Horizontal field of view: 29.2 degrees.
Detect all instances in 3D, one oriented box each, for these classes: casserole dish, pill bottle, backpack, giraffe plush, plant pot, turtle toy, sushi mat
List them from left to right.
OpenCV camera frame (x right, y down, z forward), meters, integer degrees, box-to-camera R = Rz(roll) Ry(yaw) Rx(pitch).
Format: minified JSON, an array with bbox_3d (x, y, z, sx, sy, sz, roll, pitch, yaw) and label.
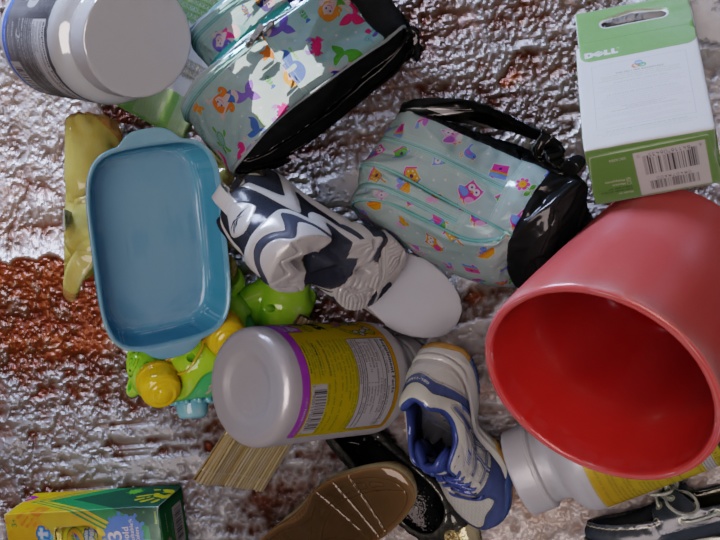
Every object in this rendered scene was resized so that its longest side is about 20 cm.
[{"bbox_3d":[-0.231,-0.203,1.200,0.114,0.200,0.114,-7,103,-31],"label":"pill bottle"},{"bbox_3d":[-0.191,-0.058,1.274,0.162,0.200,0.173,1,108,-12],"label":"giraffe plush"},{"bbox_3d":[-0.177,-0.024,1.183,0.121,0.039,0.200,-12,107,-27],"label":"casserole dish"},{"bbox_3d":[-0.135,0.061,1.294,0.200,0.146,0.101,-36,125,1],"label":"turtle toy"},{"bbox_3d":[-0.077,0.130,1.311,0.012,0.096,0.200,44,108,36],"label":"sushi mat"},{"bbox_3d":[-0.065,-0.178,1.197,0.200,0.178,0.151,-45,90,3],"label":"backpack"},{"bbox_3d":[-0.028,0.098,1.229,0.104,0.200,0.104,0,90,43],"label":"pill bottle"},{"bbox_3d":[0.093,-0.062,1.198,0.200,0.167,0.127,27,71,21],"label":"backpack"},{"bbox_3d":[0.232,0.145,1.225,0.200,0.112,0.112,-24,93,15],"label":"pill bottle"},{"bbox_3d":[0.224,0.038,1.110,0.200,0.177,0.201,21,137,21],"label":"plant pot"}]

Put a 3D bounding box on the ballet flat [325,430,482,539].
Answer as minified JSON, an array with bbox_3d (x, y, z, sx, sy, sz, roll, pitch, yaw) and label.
[{"bbox_3d":[0.033,0.205,1.310,0.200,0.057,0.066,42,106,4],"label":"ballet flat"}]

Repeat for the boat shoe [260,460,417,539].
[{"bbox_3d":[-0.018,0.224,1.295,0.200,0.065,0.071,-34,93,35],"label":"boat shoe"}]

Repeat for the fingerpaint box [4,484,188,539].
[{"bbox_3d":[-0.254,0.325,1.388,0.167,0.073,0.200,-5,98,14],"label":"fingerpaint box"}]

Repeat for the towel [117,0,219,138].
[{"bbox_3d":[-0.185,-0.243,1.307,0.149,0.031,0.200,30,107,9],"label":"towel"}]

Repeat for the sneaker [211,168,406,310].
[{"bbox_3d":[-0.052,-0.035,1.182,0.130,0.199,0.080,45,114,28],"label":"sneaker"}]

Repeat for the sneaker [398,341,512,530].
[{"bbox_3d":[0.076,0.165,1.232,0.075,0.088,0.200,-4,121,32],"label":"sneaker"}]

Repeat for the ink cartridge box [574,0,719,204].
[{"bbox_3d":[0.239,-0.148,1.163,0.104,0.200,0.059,-10,131,14],"label":"ink cartridge box"}]

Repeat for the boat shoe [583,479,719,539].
[{"bbox_3d":[0.298,0.217,1.241,0.200,0.075,0.062,-7,99,13],"label":"boat shoe"}]

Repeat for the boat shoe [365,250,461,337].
[{"bbox_3d":[0.000,0.000,1.281,0.200,0.068,0.072,23,96,-13],"label":"boat shoe"}]
